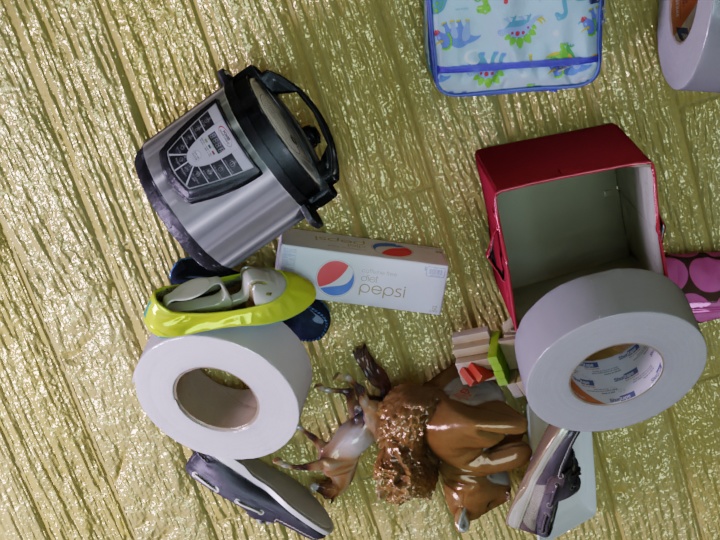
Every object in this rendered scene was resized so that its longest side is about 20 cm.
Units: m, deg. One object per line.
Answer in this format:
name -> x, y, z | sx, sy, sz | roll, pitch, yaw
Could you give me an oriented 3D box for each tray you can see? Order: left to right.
tray -> 0.247, 0.236, 1.730 | 0.107, 0.022, 0.201 | -21, 114, -34

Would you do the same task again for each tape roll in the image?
tape roll -> -0.161, 0.128, 1.622 | 0.202, 0.071, 0.203 | 8, 132, 9
tape roll -> 0.269, 0.089, 1.501 | 0.199, 0.066, 0.201 | -6, 136, -6
tape roll -> 0.375, -0.291, 1.470 | 0.066, 0.200, 0.201 | 3, 109, -5

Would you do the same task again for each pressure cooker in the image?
pressure cooker -> -0.127, -0.119, 1.525 | 0.200, 0.179, 0.176 | -33, 121, 9

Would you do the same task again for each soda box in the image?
soda box -> 0.000, 0.000, 1.627 | 0.199, 0.068, 0.064 | 8, 109, -6

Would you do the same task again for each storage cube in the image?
storage cube -> 0.233, -0.052, 1.565 | 0.199, 0.180, 0.172 | -11, 110, 1

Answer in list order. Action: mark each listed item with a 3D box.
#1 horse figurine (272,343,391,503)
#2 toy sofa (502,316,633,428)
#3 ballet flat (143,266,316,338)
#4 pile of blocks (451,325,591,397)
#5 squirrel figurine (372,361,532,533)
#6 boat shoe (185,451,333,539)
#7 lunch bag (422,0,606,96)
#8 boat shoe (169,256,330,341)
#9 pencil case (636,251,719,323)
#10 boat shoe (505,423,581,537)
horse figurine -> -0.020, 0.193, 1.695 | 0.132, 0.050, 0.200 | 30, 98, -34
toy sofa -> 0.275, 0.097, 1.681 | 0.199, 0.098, 0.083 | 28, 130, -13
ballet flat -> -0.142, 0.028, 1.533 | 0.199, 0.067, 0.067 | -11, 139, -16
pile of blocks -> 0.201, 0.115, 1.608 | 0.199, 0.062, 0.082 | 8, 131, 5
squirrel figurine -> 0.106, 0.223, 1.685 | 0.199, 0.142, 0.187 | -6, 123, -10
boat shoe -> -0.125, 0.278, 1.715 | 0.200, 0.074, 0.060 | 35, 104, -11
lunch bag -> 0.170, -0.274, 1.537 | 0.199, 0.083, 0.161 | -3, 112, -1
boat shoe -> -0.133, 0.048, 1.636 | 0.199, 0.069, 0.084 | 14, 108, -8
pencil case -> 0.429, 0.024, 1.648 | 0.199, 0.094, 0.091 | -6, 113, -2
boat shoe -> 0.231, 0.242, 1.638 | 0.065, 0.072, 0.200 | 24, 127, 6
